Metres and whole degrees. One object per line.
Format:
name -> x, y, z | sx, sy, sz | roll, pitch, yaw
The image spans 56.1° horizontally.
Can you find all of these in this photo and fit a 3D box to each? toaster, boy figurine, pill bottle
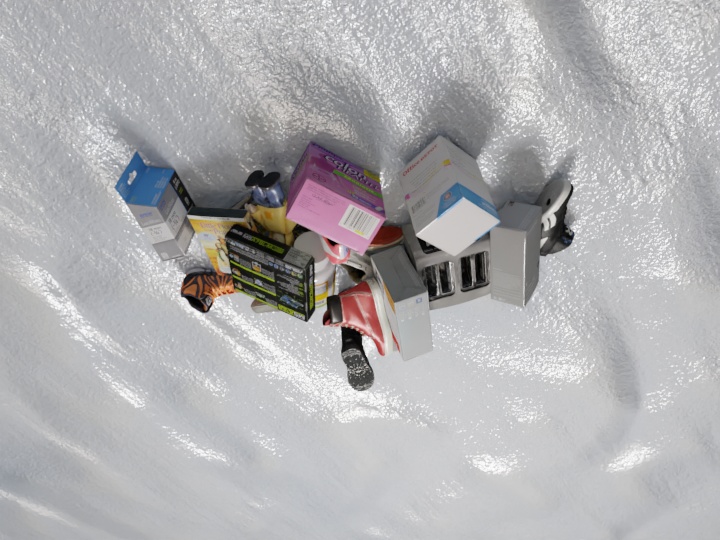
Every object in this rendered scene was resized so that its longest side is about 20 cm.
toaster -> 0.194, -0.019, 1.503 | 0.179, 0.119, 0.201 | -14, 130, -3
boy figurine -> -0.189, -0.119, 1.440 | 0.123, 0.065, 0.201 | 10, 137, 20
pill bottle -> -0.110, -0.001, 1.535 | 0.110, 0.112, 0.201 | 6, 151, 0

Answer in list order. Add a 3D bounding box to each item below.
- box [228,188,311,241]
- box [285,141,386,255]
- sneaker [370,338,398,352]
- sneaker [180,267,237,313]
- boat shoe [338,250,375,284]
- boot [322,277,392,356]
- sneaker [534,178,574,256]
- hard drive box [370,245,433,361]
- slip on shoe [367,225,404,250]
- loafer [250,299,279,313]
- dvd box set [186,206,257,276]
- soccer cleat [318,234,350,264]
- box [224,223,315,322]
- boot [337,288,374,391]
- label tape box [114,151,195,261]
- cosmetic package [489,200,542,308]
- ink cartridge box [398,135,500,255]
box -> -0.223, -0.099, 1.541 | 0.199, 0.049, 0.158 | -31, 121, 27
box -> -0.050, -0.151, 1.373 | 0.175, 0.201, 0.097 | 26, 115, -16
sneaker -> 0.039, 0.099, 1.669 | 0.073, 0.115, 0.202 | -16, 98, -23
sneaker -> -0.340, 0.053, 1.639 | 0.198, 0.113, 0.078 | -3, 131, 7
boat shoe -> 0.000, 0.000, 1.530 | 0.070, 0.070, 0.200 | -3, 153, 39
boot -> -0.009, 0.127, 1.528 | 0.143, 0.072, 0.202 | -22, 119, -9
sneaker -> 0.430, -0.112, 1.463 | 0.111, 0.074, 0.201 | 16, 138, -12
hard drive box -> 0.094, 0.074, 1.493 | 0.076, 0.156, 0.201 | -19, 135, -6
slip on shoe -> 0.004, -0.089, 1.517 | 0.198, 0.074, 0.062 | 6, 127, 6
loafer -> -0.175, 0.080, 1.675 | 0.198, 0.070, 0.070 | -12, 120, 14
dvd box set -> -0.287, -0.059, 1.515 | 0.145, 0.030, 0.201 | 5, 140, 18
soccer cleat -> -0.074, -0.105, 1.436 | 0.066, 0.201, 0.077 | -18, 152, -15
box -> -0.193, 0.008, 1.468 | 0.198, 0.048, 0.194 | 22, 146, 15
boot -> -0.014, 0.169, 1.653 | 0.065, 0.201, 0.166 | -11, 132, 2
label tape box -> -0.430, -0.144, 1.457 | 0.063, 0.145, 0.201 | -12, 129, 15
cosmetic package -> 0.331, -0.035, 1.441 | 0.089, 0.107, 0.201 | 16, 134, 26
ink cartridge box -> 0.174, -0.160, 1.369 | 0.125, 0.201, 0.128 | 24, 131, -38
